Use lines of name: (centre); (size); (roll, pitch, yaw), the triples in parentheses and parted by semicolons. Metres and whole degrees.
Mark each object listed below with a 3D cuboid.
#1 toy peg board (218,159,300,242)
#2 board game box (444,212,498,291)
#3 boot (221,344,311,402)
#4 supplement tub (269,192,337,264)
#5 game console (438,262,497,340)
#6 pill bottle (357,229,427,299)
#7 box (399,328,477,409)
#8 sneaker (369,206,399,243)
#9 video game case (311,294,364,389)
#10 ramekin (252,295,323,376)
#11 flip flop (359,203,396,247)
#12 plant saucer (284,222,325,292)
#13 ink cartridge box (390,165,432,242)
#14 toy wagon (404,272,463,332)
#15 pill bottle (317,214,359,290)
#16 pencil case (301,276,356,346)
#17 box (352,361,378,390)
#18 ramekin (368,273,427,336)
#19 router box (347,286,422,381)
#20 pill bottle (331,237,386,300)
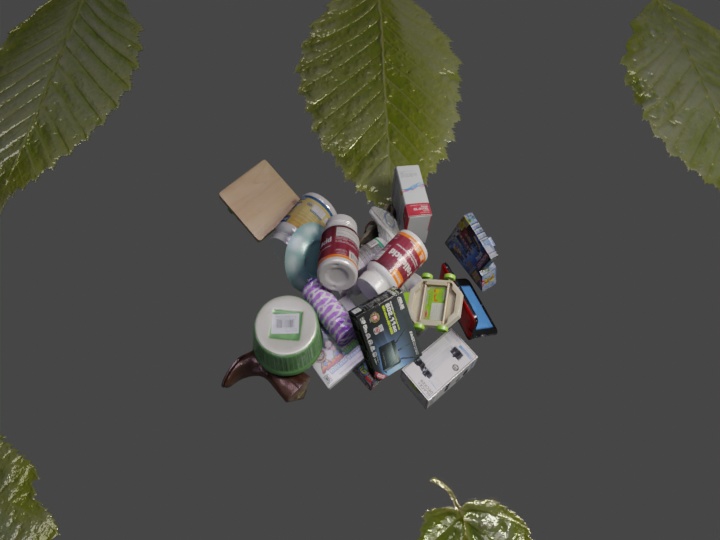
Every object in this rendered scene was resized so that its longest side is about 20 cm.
toy peg board: (-0.320, -0.208, 1.873); (0.199, 0.098, 0.200); (-41, 84, -24)
board game box: (0.355, -0.051, 1.760); (0.060, 0.201, 0.204); (-26, 76, -17)
boot: (-0.251, 0.303, 1.570); (0.199, 0.065, 0.186); (39, 66, 14)
supplement tub: (-0.174, -0.122, 1.781); (0.142, 0.146, 0.202); (29, 60, 15)
game console: (0.316, 0.081, 1.668); (0.115, 0.174, 0.204); (-20, 60, -11)
pill bottle: (0.088, -0.008, 1.626); (0.113, 0.115, 0.200); (37, 68, 19)
box: (0.217, 0.270, 1.609); (0.197, 0.061, 0.117); (-34, 65, -21)
sneaker: (0.085, -0.105, 1.782); (0.202, 0.086, 0.074); (53, 34, -2)
video game case: (-0.063, 0.196, 1.618); (0.198, 0.024, 0.183); (-37, 67, -11)
ramekin: (-0.197, 0.168, 1.561); (0.192, 0.099, 0.206); (1, 58, -2)
flip flop: (0.047, -0.132, 1.846); (0.056, 0.082, 0.203); (8, 54, 38)
plant saucer: (-0.137, -0.036, 1.702); (0.038, 0.204, 0.203); (9, 50, 41)
ink cartridge box: (0.159, -0.210, 1.850); (0.080, 0.147, 0.206); (-5, 58, -8)
toy wagon: (0.183, 0.087, 1.593); (0.194, 0.040, 0.160); (1, 68, 29)
pill bottle: (-0.059, -0.055, 1.624); (0.110, 0.117, 0.204); (3, 44, -1)
pencil case: (-0.082, 0.111, 1.604); (0.084, 0.085, 0.201); (-30, 66, -20)
box: (0.001, 0.226, 1.640); (0.109, 0.035, 0.200); (-37, 67, -22)
ramekin: (0.119, 0.092, 1.693); (0.194, 0.095, 0.208); (1, 58, -2)
router box: (0.068, 0.168, 1.548); (0.147, 0.206, 0.062); (-27, 21, -18)
pill bottle: (0.000, 0.000, 1.728); (0.197, 0.114, 0.114); (-33, 64, -13)
